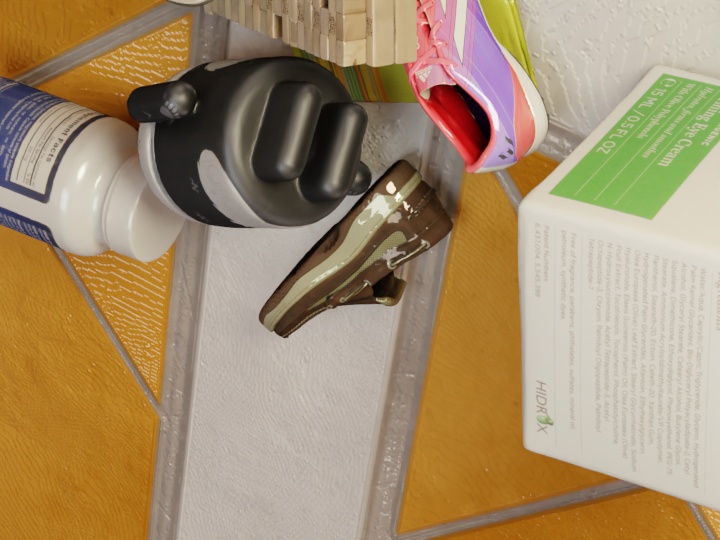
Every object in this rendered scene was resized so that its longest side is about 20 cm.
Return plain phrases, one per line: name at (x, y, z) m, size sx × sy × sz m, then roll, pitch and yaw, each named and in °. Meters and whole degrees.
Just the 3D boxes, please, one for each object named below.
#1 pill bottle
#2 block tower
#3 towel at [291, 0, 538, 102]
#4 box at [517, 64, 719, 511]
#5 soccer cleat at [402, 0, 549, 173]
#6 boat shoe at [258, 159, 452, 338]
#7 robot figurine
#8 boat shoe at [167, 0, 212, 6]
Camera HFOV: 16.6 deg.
pill bottle at (-0.237, -0.077, 1.941) m, size 0.199 × 0.111 × 0.112 m, roll 21°, pitch 130°, yaw 25°
block tower at (-0.038, -0.187, 1.693) m, size 0.200 × 0.054 × 0.058 m, roll 25°, pitch 120°, yaw 53°
towel at (0.033, -0.158, 1.747) m, size 0.199 × 0.018 × 0.087 m, roll 4°, pitch 125°, yaw 36°
box at (0.219, 0.010, 1.589) m, size 0.170 × 0.199 × 0.201 m, roll 17°, pitch 128°, yaw 27°
soccer cleat at (0.051, -0.157, 1.665) m, size 0.068 × 0.073 × 0.201 m, roll -33°, pitch 89°, yaw 42°
boat shoe at (-0.003, 0.003, 1.848) m, size 0.075 × 0.075 × 0.202 m, roll 42°, pitch 136°, yaw -3°
robot figurine at (-0.077, -0.094, 1.783) m, size 0.199 × 0.125 × 0.151 m, roll 3°, pitch 125°, yaw 56°
boat shoe at (-0.149, -0.243, 1.766) m, size 0.200 × 0.057 × 0.067 m, roll 36°, pitch 106°, yaw 37°
